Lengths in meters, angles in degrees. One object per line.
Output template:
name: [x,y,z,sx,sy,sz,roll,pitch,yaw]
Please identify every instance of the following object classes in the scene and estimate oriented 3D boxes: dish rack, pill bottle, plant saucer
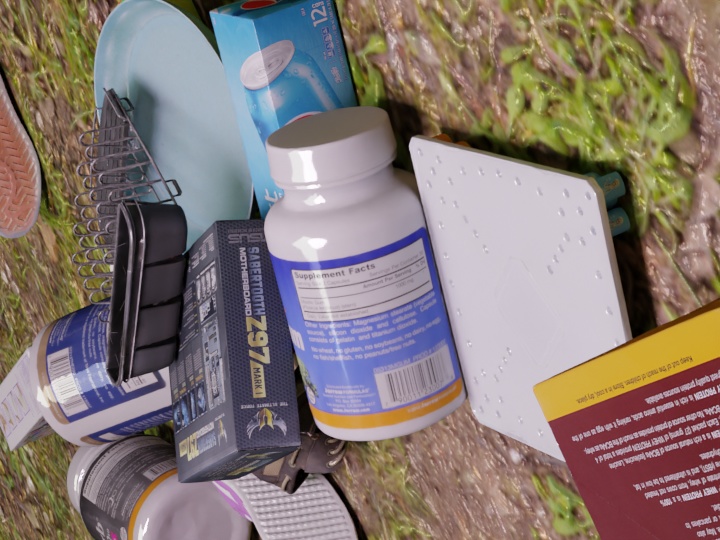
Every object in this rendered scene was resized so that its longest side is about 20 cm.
dish rack: [-0.178,-0.032,1.548,0.200,0.054,0.154,-121,33,-45]
pill bottle: [-0.159,0.063,1.680,0.199,0.111,0.111,-21,92,32]
pill bottle: [0.000,0.000,1.379,0.112,0.112,0.201,19,127,59]
plant saucer: [-0.130,-0.105,1.549,0.200,0.027,0.201,30,130,43]
pill bottle: [-0.192,0.216,1.952,0.200,0.116,0.117,19,128,59]

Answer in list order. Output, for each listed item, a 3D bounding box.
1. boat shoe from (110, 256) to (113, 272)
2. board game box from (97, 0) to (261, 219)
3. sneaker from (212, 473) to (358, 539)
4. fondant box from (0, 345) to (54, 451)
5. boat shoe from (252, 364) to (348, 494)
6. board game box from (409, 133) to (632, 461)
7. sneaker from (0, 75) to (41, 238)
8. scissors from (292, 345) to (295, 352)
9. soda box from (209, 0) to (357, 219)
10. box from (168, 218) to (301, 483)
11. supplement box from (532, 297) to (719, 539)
boat shoe: [-0.145,0.047,1.779,0.060,0.072,0.202,-75,-35,-57]
board game box: [-0.130,-0.116,1.622,0.201,0.047,0.102,63,155,7]
sneaker: [-0.063,0.196,1.754,0.200,0.073,0.114,46,168,28]
fondant box: [-0.250,0.093,1.930,0.058,0.144,0.200,63,155,8]
boat shoe: [-0.034,0.113,1.617,0.073,0.075,0.200,39,148,-1]
board game box: [0.111,0.021,1.276,0.200,0.026,0.201,20,129,58]
sneaker: [-0.368,-0.128,2.082,0.080,0.071,0.201,-10,97,70]
scissors: [-0.068,0.079,1.609,0.014,0.073,0.201,-109,24,-47]
soda box: [-0.039,-0.089,1.442,0.068,0.064,0.201,21,130,58]
box: [-0.094,0.061,1.487,0.200,0.051,0.159,141,125,-70]
supplement box: [0.215,0.105,1.006,0.201,0.132,0.197,66,155,4]
